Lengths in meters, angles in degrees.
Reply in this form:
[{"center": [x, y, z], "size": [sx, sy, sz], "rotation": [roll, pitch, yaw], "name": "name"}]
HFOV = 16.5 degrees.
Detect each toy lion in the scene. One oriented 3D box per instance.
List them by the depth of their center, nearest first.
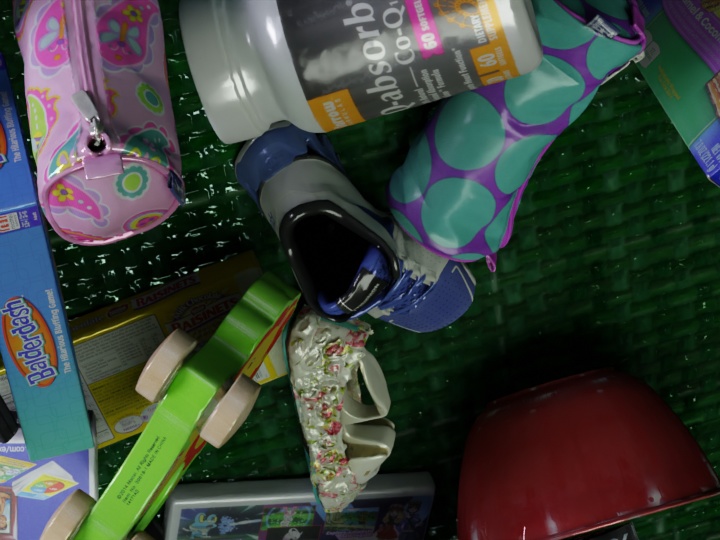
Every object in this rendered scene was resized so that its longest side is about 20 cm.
[{"center": [-0.109, 0.095, 1.579], "size": [0.069, 0.192, 0.200], "rotation": [34, 106, 3], "name": "toy lion"}]

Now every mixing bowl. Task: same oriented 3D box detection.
[{"center": [0.148, 0.133, 1.750], "size": [0.200, 0.109, 0.200], "rotation": [-17, 172, -2], "name": "mixing bowl"}]

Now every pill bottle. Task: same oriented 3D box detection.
[{"center": [0.000, -0.147, 1.478], "size": [0.199, 0.117, 0.117], "rotation": [-17, 133, 8], "name": "pill bottle"}]

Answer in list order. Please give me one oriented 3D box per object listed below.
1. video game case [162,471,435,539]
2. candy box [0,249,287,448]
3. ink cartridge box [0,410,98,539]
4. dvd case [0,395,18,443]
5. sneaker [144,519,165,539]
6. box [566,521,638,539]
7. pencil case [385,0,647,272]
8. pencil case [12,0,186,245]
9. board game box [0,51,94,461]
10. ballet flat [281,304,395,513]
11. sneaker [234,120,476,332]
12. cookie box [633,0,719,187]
[{"center": [-0.055, 0.225, 1.845], "size": [0.199, 0.023, 0.183], "rotation": [-1, 129, -16], "name": "video game case"}, {"center": [-0.148, 0.063, 1.673], "size": [0.200, 0.026, 0.102], "rotation": [-21, 129, -1], "name": "candy box"}, {"center": [-0.275, 0.190, 1.674], "size": [0.197, 0.047, 0.201], "rotation": [0, 116, -5], "name": "ink cartridge box"}, {"center": [-0.309, 0.032, 1.507], "size": [0.018, 0.200, 0.143], "rotation": [-53, 140, -30], "name": "dvd case"}, {"center": [-0.228, 0.236, 1.750], "size": [0.200, 0.090, 0.070], "rotation": [-17, 132, -3], "name": "sneaker"}, {"center": [0.083, 0.243, 1.789], "size": [0.198, 0.050, 0.200], "rotation": [-17, 175, -20], "name": "box"}, {"center": [0.100, -0.100, 1.578], "size": [0.092, 0.085, 0.200], "rotation": [32, 118, -5], "name": "pencil case"}, {"center": [-0.151, -0.113, 1.407], "size": [0.087, 0.200, 0.088], "rotation": [-7, 147, -5], "name": "pencil case"}, {"center": [-0.209, -0.007, 1.510], "size": [0.045, 0.152, 0.200], "rotation": [-14, 131, -6], "name": "board game box"}, {"center": [-0.010, 0.103, 1.705], "size": [0.064, 0.076, 0.200], "rotation": [4, 140, 14], "name": "ballet flat"}, {"center": [0.000, 0.000, 1.609], "size": [0.081, 0.115, 0.199], "rotation": [-38, 130, 16], "name": "sneaker"}, {"center": [0.274, -0.159, 1.531], "size": [0.200, 0.171, 0.075], "rotation": [-44, 132, 18], "name": "cookie box"}]
